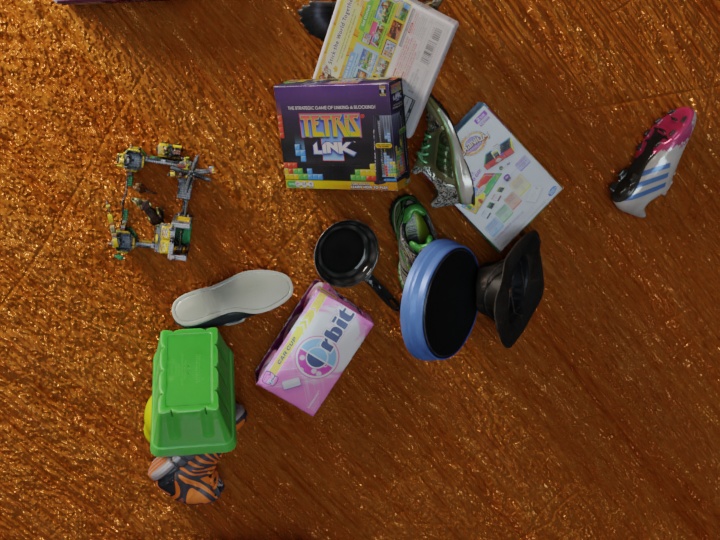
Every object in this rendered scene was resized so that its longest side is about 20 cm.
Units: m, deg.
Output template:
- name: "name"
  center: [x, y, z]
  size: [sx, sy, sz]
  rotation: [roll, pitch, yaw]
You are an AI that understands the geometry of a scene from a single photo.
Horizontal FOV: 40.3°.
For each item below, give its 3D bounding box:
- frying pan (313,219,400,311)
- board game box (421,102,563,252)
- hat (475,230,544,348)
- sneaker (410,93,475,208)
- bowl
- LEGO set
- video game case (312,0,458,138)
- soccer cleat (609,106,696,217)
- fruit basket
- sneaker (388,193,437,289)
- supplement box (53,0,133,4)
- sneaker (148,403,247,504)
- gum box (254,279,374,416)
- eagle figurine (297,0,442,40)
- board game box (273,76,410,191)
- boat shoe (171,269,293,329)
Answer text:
- name: "frying pan"
  center: [0.006, -0.016, 1.629]
  size: [0.189, 0.031, 0.115]
  rotation: [22, 97, -28]
- name: "board game box"
  center: [0.213, -0.153, 1.620]
  size: [0.153, 0.040, 0.200]
  rotation: [-45, 103, 4]
- name: "hat"
  center: [0.235, 0.026, 1.623]
  size: [0.081, 0.200, 0.202]
  rotation: [10, 104, 30]
- name: "sneaker"
  center: [0.116, -0.184, 1.547]
  size: [0.088, 0.077, 0.201]
  rotation: [-19, 101, 6]
- name: "bowl"
  center: [0.135, 0.050, 1.586]
  size: [0.039, 0.200, 0.202]
  rotation: [12, 104, 35]
- name: "LEGO set"
  center: [-0.320, -0.099, 1.524]
  size: [0.153, 0.116, 0.201]
  rotation: [15, 100, -10]
- name: "video game case"
  center: [0.032, -0.323, 1.472]
  size: [0.182, 0.023, 0.200]
  rotation: [30, 129, 9]
- name: "soccer cleat"
  center: [0.501, -0.179, 1.645]
  size: [0.086, 0.070, 0.200]
  rotation: [33, 99, -29]
- name: "fruit basket"
  center: [-0.279, 0.217, 1.582]
  size: [0.155, 0.216, 0.217]
  rotation: [-3, 102, -6]
- name: "sneaker"
  center: [0.095, -0.022, 1.611]
  size: [0.078, 0.085, 0.201]
  rotation: [-19, 105, -3]
- name: "supplement box"
  center: [-0.352, -0.463, 1.450]
  size: [0.199, 0.103, 0.132]
  rotation: [-4, 103, -7]
- name: "sneaker"
  center: [-0.250, 0.315, 1.653]
  size: [0.200, 0.078, 0.112]
  rotation: [-37, 111, 8]
- name: "gum box"
  center: [-0.075, 0.125, 1.629]
  size: [0.113, 0.066, 0.200]
  rotation: [32, 96, -14]
- name: "eagle figurine"
  center: [0.027, -0.414, 1.514]
  size: [0.199, 0.151, 0.152]
  rotation: [26, 54, 17]
- name: "board game box"
  center: [-0.028, -0.209, 1.510]
  size: [0.199, 0.057, 0.166]
  rotation: [3, 113, 26]
- name: "boat shoe"
  center: [-0.207, 0.049, 1.603]
  size: [0.199, 0.060, 0.076]
  rotation: [-10, 76, -4]
